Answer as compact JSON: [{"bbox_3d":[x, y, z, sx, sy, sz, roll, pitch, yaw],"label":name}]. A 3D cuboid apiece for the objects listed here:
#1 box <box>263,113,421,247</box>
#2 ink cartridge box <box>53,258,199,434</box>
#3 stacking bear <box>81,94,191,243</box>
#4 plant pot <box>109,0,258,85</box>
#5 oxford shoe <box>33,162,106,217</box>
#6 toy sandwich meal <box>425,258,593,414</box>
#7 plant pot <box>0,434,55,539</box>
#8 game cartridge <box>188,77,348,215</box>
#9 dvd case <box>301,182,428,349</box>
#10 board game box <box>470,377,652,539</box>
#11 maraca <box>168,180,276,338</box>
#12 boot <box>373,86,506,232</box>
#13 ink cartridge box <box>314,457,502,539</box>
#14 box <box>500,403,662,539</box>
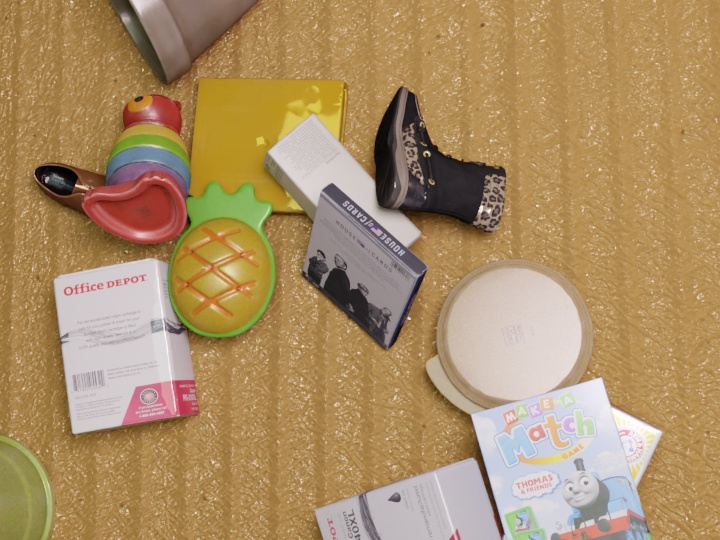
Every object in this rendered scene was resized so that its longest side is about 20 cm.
[{"bbox_3d":[-0.024,-0.088,1.322,0.082,0.068,0.200,-40,90,-14],"label":"box"},{"bbox_3d":[-0.298,0.097,1.373,0.145,0.084,0.200,-11,82,10],"label":"ink cartridge box"},{"bbox_3d":[-0.268,-0.143,1.365,0.121,0.114,0.200,-15,51,14],"label":"stacking bear"},{"bbox_3d":[-0.225,-0.366,1.376,0.173,0.200,0.200,-32,78,-11],"label":"plant pot"},{"bbox_3d":[-0.339,-0.093,1.412,0.200,0.071,0.071,16,85,11],"label":"oxford shoe"},{"bbox_3d":[0.181,0.087,1.295,0.205,0.070,0.205,-2,79,9],"label":"toy sandwich meal"},{"bbox_3d":[-0.515,0.305,1.340,0.200,0.184,0.201,-1,83,11],"label":"plant pot"},{"bbox_3d":[-0.121,-0.161,1.400,0.200,0.032,0.176,4,84,14],"label":"game cartridge"},{"bbox_3d":[0.000,0.000,1.276,0.150,0.200,0.025,42,63,13],"label":"dvd case"},{"bbox_3d":[0.220,0.233,1.177,0.151,0.037,0.200,-18,79,10],"label":"board game box"},{"bbox_3d":[-0.171,-0.015,1.352,0.137,0.107,0.200,4,79,4],"label":"maraca"},{"bbox_3d":[0.097,-0.133,1.323,0.150,0.073,0.200,17,42,-14],"label":"boot"},{"bbox_3d":[0.057,0.314,1.234,0.200,0.083,0.145,-28,76,38],"label":"ink cartridge box"},{"bbox_3d":[0.253,0.247,1.240,0.112,0.101,0.200,25,89,13],"label":"box"}]
